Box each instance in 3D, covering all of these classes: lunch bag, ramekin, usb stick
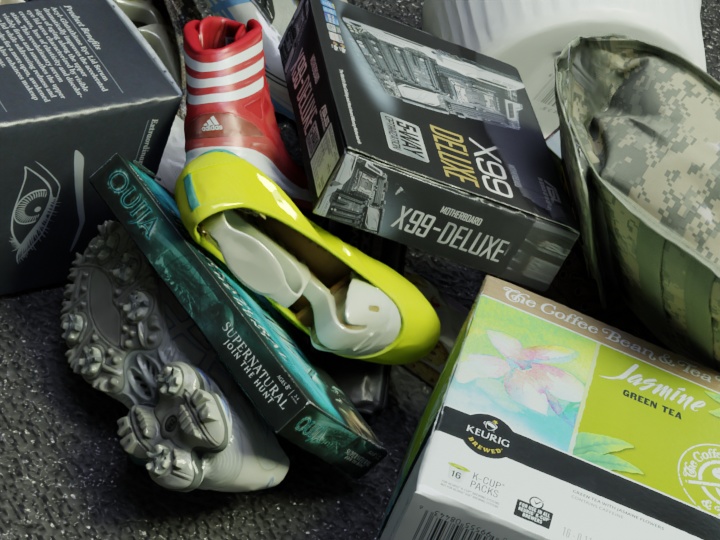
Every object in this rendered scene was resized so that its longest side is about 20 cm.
[{"bbox_3d":[0.190,-0.035,1.402,0.200,0.164,0.118,38,74,26],"label":"lunch bag"},{"bbox_3d":[0.146,-0.149,1.634,0.199,0.201,0.098,8,49,-18],"label":"ramekin"},{"bbox_3d":[0.000,0.000,1.466,0.055,0.033,0.202,6,66,4],"label":"usb stick"}]

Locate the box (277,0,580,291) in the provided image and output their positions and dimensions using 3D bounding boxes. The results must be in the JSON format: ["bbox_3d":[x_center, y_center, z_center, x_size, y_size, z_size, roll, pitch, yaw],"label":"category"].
[{"bbox_3d":[0.038,-0.082,1.435,0.157,0.050,0.201,19,29,-20],"label":"box"}]

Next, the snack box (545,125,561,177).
[{"bbox_3d":[0.213,-0.011,1.559,0.053,0.142,0.200,-41,65,-4],"label":"snack box"}]

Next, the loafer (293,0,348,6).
[{"bbox_3d":[-0.038,-0.150,1.634,0.068,0.076,0.200,-11,51,-42],"label":"loafer"}]

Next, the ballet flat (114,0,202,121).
[{"bbox_3d":[-0.135,-0.165,1.616,0.075,0.068,0.201,-7,52,-19],"label":"ballet flat"}]

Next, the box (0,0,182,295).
[{"bbox_3d":[-0.226,-0.068,1.399,0.199,0.149,0.105,-13,51,-37],"label":"box"}]

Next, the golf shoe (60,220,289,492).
[{"bbox_3d":[-0.108,0.057,1.371,0.097,0.078,0.201,23,29,-45],"label":"golf shoe"}]

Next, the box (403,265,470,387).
[{"bbox_3d":[0.050,0.044,1.493,0.199,0.042,0.039,36,43,13],"label":"box"}]

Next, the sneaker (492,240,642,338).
[{"bbox_3d":[0.141,0.021,1.534,0.070,0.076,0.201,-7,48,-32],"label":"sneaker"}]

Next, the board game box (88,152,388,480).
[{"bbox_3d":[-0.070,0.028,1.371,0.200,0.028,0.135,52,6,25],"label":"board game box"}]

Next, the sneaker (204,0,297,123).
[{"bbox_3d":[-0.062,-0.147,1.567,0.072,0.073,0.200,-3,48,-54],"label":"sneaker"}]

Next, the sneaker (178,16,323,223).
[{"bbox_3d":[-0.064,-0.093,1.461,0.078,0.200,0.117,-1,82,4],"label":"sneaker"}]

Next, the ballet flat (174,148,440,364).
[{"bbox_3d":[-0.030,0.008,1.363,0.200,0.067,0.067,39,22,-26],"label":"ballet flat"}]

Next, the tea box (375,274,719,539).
[{"bbox_3d":[0.121,0.140,1.349,0.199,0.134,0.197,22,39,-1],"label":"tea box"}]

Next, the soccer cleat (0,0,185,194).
[{"bbox_3d":[-0.170,-0.111,1.526,0.199,0.078,0.069,32,40,9],"label":"soccer cleat"}]

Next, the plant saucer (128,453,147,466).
[{"bbox_3d":[-0.103,0.049,1.431,0.069,0.019,0.201,14,42,-12],"label":"plant saucer"}]
